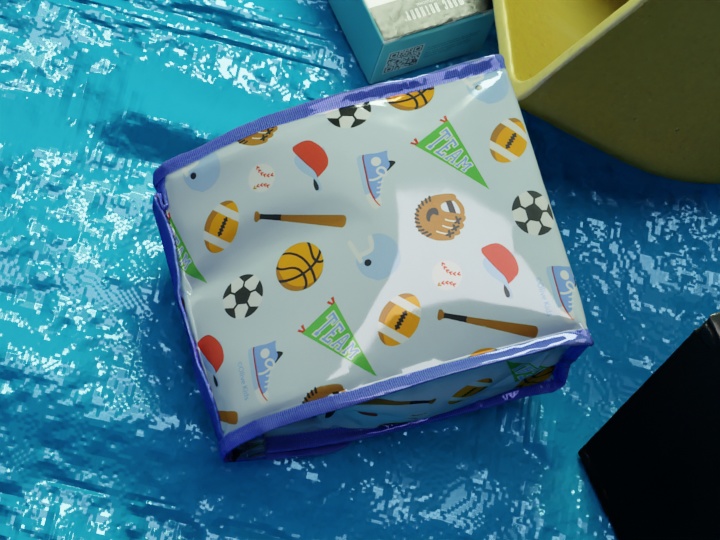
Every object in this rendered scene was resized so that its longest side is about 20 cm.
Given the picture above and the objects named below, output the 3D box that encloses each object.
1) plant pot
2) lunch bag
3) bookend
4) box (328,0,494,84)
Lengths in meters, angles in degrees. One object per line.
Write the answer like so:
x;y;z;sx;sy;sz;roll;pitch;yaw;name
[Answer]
0.210;-0.166;0.969;0.199;0.194;0.197;31;38;-32;plant pot
0.000;0.000;0.899;0.198;0.124;0.171;-15;71;-7;lunch bag
0.244;0.071;0.879;0.197;0.200;0.093;-19;71;-19;bookend
0.004;-0.220;1.042;0.082;0.049;0.201;-19;71;-19;box
